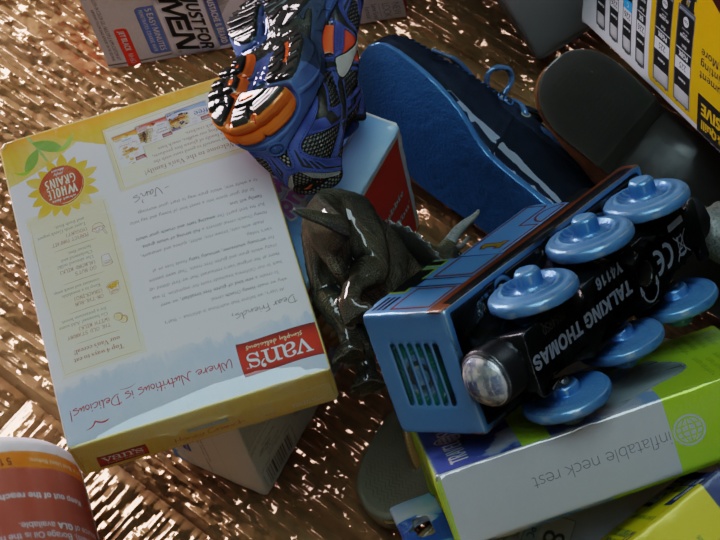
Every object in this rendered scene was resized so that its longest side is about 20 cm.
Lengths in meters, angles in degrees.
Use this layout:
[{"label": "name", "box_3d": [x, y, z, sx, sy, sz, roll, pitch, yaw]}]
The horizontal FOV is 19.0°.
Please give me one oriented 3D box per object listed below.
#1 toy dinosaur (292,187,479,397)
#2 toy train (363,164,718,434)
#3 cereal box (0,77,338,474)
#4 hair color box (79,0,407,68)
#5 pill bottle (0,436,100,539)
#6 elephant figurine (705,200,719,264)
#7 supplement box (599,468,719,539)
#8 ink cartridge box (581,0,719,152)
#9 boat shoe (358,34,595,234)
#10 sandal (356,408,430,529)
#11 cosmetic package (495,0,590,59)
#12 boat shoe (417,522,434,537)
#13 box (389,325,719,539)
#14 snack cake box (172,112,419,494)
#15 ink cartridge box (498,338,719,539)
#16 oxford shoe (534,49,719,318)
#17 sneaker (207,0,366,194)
[{"label": "toy dinosaur", "box_3d": [0.000, 0.000, 1.144, 0.077, 0.200, 0.102, -32, 56, 24]}, {"label": "toy train", "box_3d": [0.098, 0.012, 1.098, 0.114, 0.087, 0.200, -1, 26, 42]}, {"label": "cereal box", "box_3d": [-0.106, -0.001, 1.163, 0.144, 0.040, 0.200, -16, 60, -2]}, {"label": "hair color box", "box_3d": [-0.078, -0.197, 1.359, 0.200, 0.111, 0.064, -11, 61, 4]}, {"label": "pill bottle", "box_3d": [-0.184, 0.200, 1.155, 0.112, 0.112, 0.200, -19, 59, -1]}, {"label": "elephant figurine", "box_3d": [0.268, 0.056, 1.138, 0.200, 0.142, 0.155, 1, 28, 0]}, {"label": "supplement box", "box_3d": [0.128, 0.201, 1.072, 0.200, 0.109, 0.110, -38, 85, -4]}, {"label": "ink cartridge box", "box_3d": [0.203, -0.137, 1.174, 0.084, 0.176, 0.200, -12, 36, -18]}, {"label": "boat shoe", "box_3d": [0.082, -0.067, 1.288, 0.200, 0.084, 0.069, 47, 49, 8]}, {"label": "sandal", "box_3d": [0.061, 0.054, 1.203, 0.200, 0.054, 0.080, -50, 38, 0]}, {"label": "cosmetic package", "box_3d": [0.110, -0.272, 1.291, 0.165, 0.200, 0.165, -32, 52, 6]}, {"label": "boat shoe", "box_3d": [-0.010, 0.194, 1.148, 0.066, 0.074, 0.200, 38, 77, 25]}, {"label": "box", "box_3d": [0.109, 0.088, 1.111, 0.200, 0.122, 0.048, -18, 99, -2]}, {"label": "snack cake box", "box_3d": [-0.044, 0.013, 1.234, 0.067, 0.115, 0.200, 21, 66, 20]}, {"label": "ink cartridge box", "box_3d": [0.186, 0.124, 1.171, 0.200, 0.047, 0.160, 13, 65, 18]}, {"label": "oxford shoe", "box_3d": [0.177, -0.048, 1.238, 0.071, 0.071, 0.200, -41, 94, -1]}, {"label": "sneaker", "box_3d": [-0.032, -0.109, 1.197, 0.075, 0.078, 0.200, -20, 29, 26]}]
